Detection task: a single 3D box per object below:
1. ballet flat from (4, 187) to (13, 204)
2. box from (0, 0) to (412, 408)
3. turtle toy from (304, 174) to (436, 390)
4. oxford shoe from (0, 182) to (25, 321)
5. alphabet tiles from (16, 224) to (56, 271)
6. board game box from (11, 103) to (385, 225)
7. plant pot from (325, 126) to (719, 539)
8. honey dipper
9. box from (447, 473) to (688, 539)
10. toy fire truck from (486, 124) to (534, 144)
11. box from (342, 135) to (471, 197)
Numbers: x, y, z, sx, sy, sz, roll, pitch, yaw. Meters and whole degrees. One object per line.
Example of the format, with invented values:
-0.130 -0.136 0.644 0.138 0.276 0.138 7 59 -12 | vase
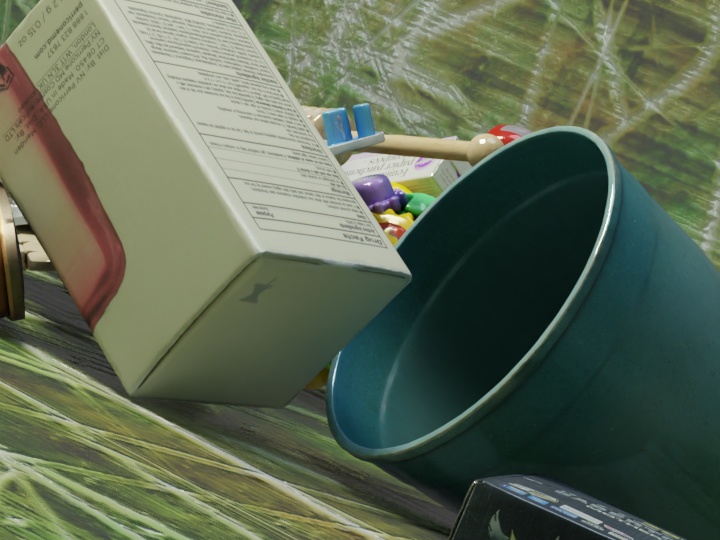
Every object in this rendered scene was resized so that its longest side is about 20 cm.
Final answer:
-0.216 -0.031 1.919 0.067 0.046 0.200 -21 28 -39 | ballet flat
-0.090 -0.041 1.505 0.128 0.109 0.200 9 42 -52 | box
0.000 0.000 1.804 0.200 0.146 0.101 23 -20 19 | turtle toy
-0.218 -0.016 1.540 0.071 0.071 0.200 -10 19 -20 | oxford shoe
-0.129 -0.013 1.672 0.200 0.015 0.196 -4 8 -10 | alphabet tiles
-0.121 -0.060 1.761 0.200 0.026 0.200 -17 8 -39 | board game box
0.117 0.062 1.523 0.188 0.200 0.200 39 -4 -24 | plant pot
0.016 -0.074 1.777 0.038 0.038 0.200 21 -7 -37 | honey dipper
0.145 0.150 1.333 0.200 0.051 0.158 24 2 14 | box
0.055 -0.005 1.921 0.049 0.200 0.141 31 4 10 | toy fire truck
-0.009 -0.047 1.928 0.200 0.039 0.041 -9 -52 44 | box
